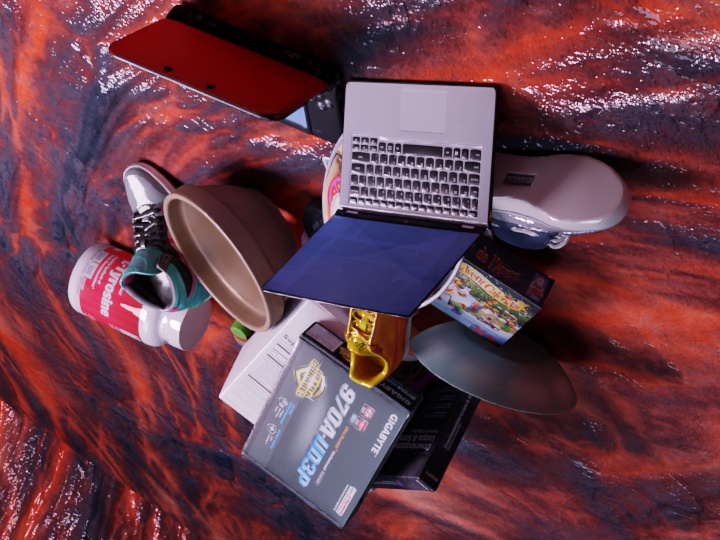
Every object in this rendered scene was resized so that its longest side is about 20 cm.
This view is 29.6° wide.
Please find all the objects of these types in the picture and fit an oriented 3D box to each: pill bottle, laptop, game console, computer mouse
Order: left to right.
[{"bbox_3d":[-0.325,0.043,2.024,0.198,0.113,0.113,22,154,21],"label":"pill bottle"},{"bbox_3d":[-0.128,-0.174,1.363,0.198,0.119,0.173,24,155,18],"label":"game console"},{"bbox_3d":[0.000,0.000,1.571,0.201,0.034,0.059,56,140,10],"label":"computer mouse"},{"bbox_3d":[0.016,-0.073,1.252,0.186,0.203,0.115,9,-171,41],"label":"laptop"}]

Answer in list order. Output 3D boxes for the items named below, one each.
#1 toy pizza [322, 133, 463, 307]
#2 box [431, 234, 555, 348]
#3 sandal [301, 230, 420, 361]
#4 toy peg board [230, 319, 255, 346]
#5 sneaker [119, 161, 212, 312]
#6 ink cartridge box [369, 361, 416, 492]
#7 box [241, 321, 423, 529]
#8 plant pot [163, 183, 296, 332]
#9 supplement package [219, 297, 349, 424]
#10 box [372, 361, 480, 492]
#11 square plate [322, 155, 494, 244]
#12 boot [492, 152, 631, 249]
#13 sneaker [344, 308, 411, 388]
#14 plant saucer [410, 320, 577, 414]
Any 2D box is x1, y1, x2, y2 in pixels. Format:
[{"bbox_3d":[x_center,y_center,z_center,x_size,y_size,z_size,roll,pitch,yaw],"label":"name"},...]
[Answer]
[{"bbox_3d":[0.027,-0.060,1.346,0.199,0.031,0.203,9,103,43],"label":"toy pizza"},{"bbox_3d":[0.093,-0.005,1.445,0.199,0.038,0.137,33,156,0],"label":"box"},{"bbox_3d":[0.013,0.019,1.619,0.207,0.079,0.059,47,119,0],"label":"sandal"},{"bbox_3d":[-0.096,0.101,1.876,0.199,0.098,0.199,32,156,2],"label":"toy peg board"},{"bbox_3d":[-0.268,-0.031,1.736,0.083,0.121,0.202,-22,100,34],"label":"sneaker"},{"bbox_3d":[0.013,0.201,1.803,0.075,0.201,0.165,34,157,-6],"label":"ink cartridge box"},{"bbox_3d":[-0.037,0.184,1.614,0.158,0.046,0.201,35,122,10],"label":"box"},{"bbox_3d":[-0.142,-0.033,1.649,0.201,0.092,0.202,43,158,23],"label":"plant pot"},{"bbox_3d":[-0.062,0.099,1.692,0.119,0.122,0.200,38,120,-10],"label":"supplement package"},{"bbox_3d":[0.084,0.175,1.665,0.036,0.202,0.142,37,156,-22],"label":"box"},{"bbox_3d":[0.070,-0.046,1.479,0.198,0.029,0.199,18,152,29],"label":"square plate"},{"bbox_3d":[0.184,-0.058,1.279,0.199,0.073,0.090,19,159,48],"label":"boot"},{"bbox_3d":[0.019,0.049,1.475,0.072,0.077,0.202,21,136,27],"label":"sneaker"},{"bbox_3d":[0.155,0.097,1.535,0.198,0.039,0.201,16,-162,-5],"label":"plant saucer"}]
